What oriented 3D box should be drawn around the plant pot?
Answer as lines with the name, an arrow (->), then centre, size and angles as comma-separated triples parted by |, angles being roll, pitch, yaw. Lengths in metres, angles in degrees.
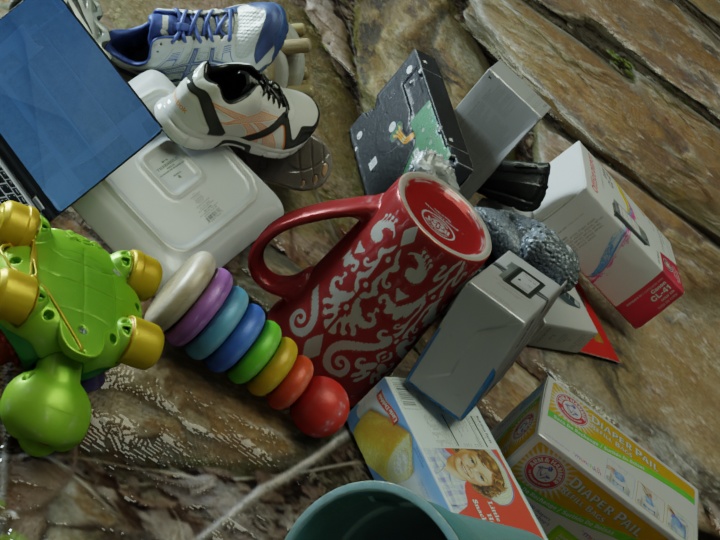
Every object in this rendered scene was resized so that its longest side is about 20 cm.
plant pot -> 0.063, 0.268, 1.072 | 0.195, 0.200, 0.201 | 16, 39, -50

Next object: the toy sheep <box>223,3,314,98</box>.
toy sheep -> -0.120, -0.225, 1.518 | 0.137, 0.138, 0.200 | 34, 10, -14

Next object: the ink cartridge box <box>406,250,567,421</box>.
ink cartridge box -> 0.125, 0.054, 1.345 | 0.068, 0.117, 0.200 | 35, 20, 10

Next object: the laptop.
laptop -> -0.313, -0.140, 1.203 | 0.188, 0.116, 0.199 | 51, 32, 15

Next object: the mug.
mug -> 0.004, 0.009, 1.298 | 0.176, 0.200, 0.134 | 19, 38, -34

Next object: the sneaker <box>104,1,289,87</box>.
sneaker -> -0.167, -0.226, 1.399 | 0.088, 0.199, 0.076 | 34, 47, -51

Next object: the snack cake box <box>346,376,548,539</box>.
snack cake box -> 0.081, 0.197, 1.282 | 0.114, 0.067, 0.201 | 10, 43, -45

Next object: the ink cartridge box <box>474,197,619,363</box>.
ink cartridge box -> 0.233, 0.011, 1.708 | 0.175, 0.045, 0.201 | 12, 43, -39

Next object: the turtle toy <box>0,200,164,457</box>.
turtle toy -> -0.233, 0.047, 1.076 | 0.145, 0.101, 0.201 | 24, 36, -29

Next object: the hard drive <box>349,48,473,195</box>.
hard drive -> 0.055, -0.138, 1.597 | 0.038, 0.140, 0.201 | 21, 36, -30

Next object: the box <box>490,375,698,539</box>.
box -> 0.219, 0.218, 1.371 | 0.199, 0.113, 0.102 | 37, 31, -7

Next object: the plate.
plate -> -0.183, -0.089, 1.322 | 0.200, 0.032, 0.200 | 47, 43, 0

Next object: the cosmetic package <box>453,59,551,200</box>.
cosmetic package -> 0.123, -0.140, 1.617 | 0.082, 0.200, 0.051 | 42, 31, 1

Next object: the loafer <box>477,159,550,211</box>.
loafer -> 0.133, -0.133, 1.698 | 0.199, 0.071, 0.068 | 20, 9, 7

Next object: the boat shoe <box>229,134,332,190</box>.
boat shoe -> -0.129, -0.129, 1.458 | 0.198, 0.076, 0.072 | 19, 3, -20

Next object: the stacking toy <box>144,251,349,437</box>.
stacking toy -> -0.091, 0.076, 1.234 | 0.200, 0.085, 0.086 | 41, 30, -12

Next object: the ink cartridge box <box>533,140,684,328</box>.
ink cartridge box -> 0.313, -0.046, 1.787 | 0.200, 0.085, 0.148 | 46, 23, -18

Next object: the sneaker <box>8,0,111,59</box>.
sneaker -> -0.313, -0.277, 1.414 | 0.088, 0.074, 0.201 | 14, 40, -41

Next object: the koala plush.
koala plush -> 0.094, -0.020, 1.484 | 0.199, 0.178, 0.184 | 28, 20, -22

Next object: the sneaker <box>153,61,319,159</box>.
sneaker -> -0.102, -0.158, 1.361 | 0.199, 0.080, 0.074 | -7, 60, -51
